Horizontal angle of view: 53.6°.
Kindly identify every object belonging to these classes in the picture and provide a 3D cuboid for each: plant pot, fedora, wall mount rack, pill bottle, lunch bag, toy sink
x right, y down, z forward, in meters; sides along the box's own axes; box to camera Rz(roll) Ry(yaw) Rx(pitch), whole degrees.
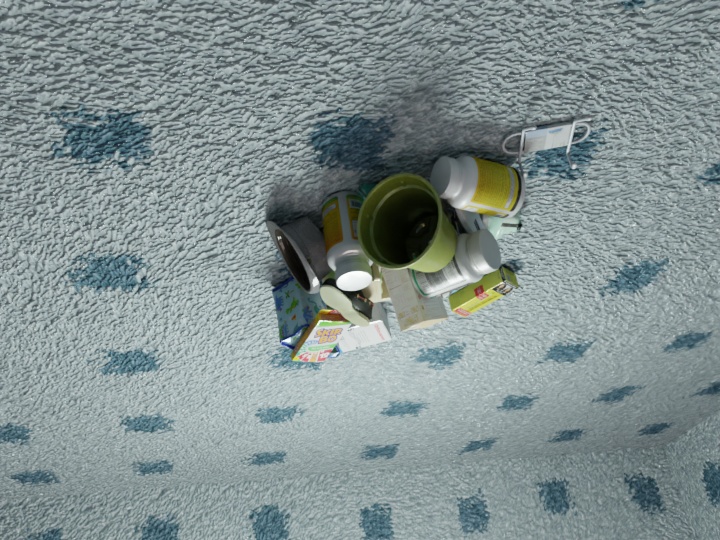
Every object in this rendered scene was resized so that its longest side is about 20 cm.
[{"bbox_3d":[0.119,-0.081,1.541,0.196,0.206,0.183,-23,156,22],"label":"plant pot"},{"bbox_3d":[-0.128,-0.050,1.651,0.089,0.203,0.176,-33,-170,-18],"label":"fedora"},{"bbox_3d":[0.399,-0.274,1.487,0.194,0.076,0.175,-10,148,0],"label":"wall mount rack"},{"bbox_3d":[0.218,-0.016,1.646,0.197,0.116,0.112,-22,147,36],"label":"pill bottle"},{"bbox_3d":[-0.026,-0.064,1.588,0.107,0.205,0.112,-6,149,-4],"label":"pill bottle"},{"bbox_3d":[-0.134,0.130,1.899,0.126,0.174,0.198,-31,144,25],"label":"lunch bag"},{"bbox_3d":[0.000,0.000,1.768,0.194,0.134,0.113,-7,149,-1],"label":"toy sink"},{"bbox_3d":[0.253,-0.185,1.553,0.195,0.115,0.113,9,145,-28],"label":"pill bottle"}]

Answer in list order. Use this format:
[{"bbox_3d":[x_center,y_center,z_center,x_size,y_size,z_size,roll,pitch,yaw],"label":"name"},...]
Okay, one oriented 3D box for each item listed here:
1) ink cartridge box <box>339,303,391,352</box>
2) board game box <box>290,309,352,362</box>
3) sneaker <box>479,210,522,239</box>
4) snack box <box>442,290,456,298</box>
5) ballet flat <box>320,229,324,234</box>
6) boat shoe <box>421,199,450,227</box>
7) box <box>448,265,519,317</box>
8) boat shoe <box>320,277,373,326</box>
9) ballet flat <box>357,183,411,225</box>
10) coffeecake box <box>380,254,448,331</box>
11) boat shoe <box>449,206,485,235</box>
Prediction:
[{"bbox_3d":[-0.022,0.162,2.063,0.194,0.088,0.147,-16,149,8],"label":"ink cartridge box"},{"bbox_3d":[-0.096,0.166,1.793,0.093,0.030,0.202,5,136,-30],"label":"board game box"},{"bbox_3d":[0.342,-0.084,1.771,0.114,0.076,0.203,0,146,-2],"label":"sneaker"},{"bbox_3d":[0.230,0.045,1.930,0.198,0.038,0.116,-31,-179,31],"label":"snack box"},{"bbox_3d":[-0.025,-0.067,1.708,0.194,0.074,0.069,-9,146,0],"label":"ballet flat"},{"bbox_3d":[0.178,-0.117,1.682,0.072,0.071,0.199,-22,144,24],"label":"boat shoe"},{"bbox_3d":[0.350,0.062,2.037,0.198,0.051,0.074,-32,143,33],"label":"box"},{"bbox_3d":[-0.032,0.065,1.684,0.072,0.065,0.201,1,154,32],"label":"boat shoe"},{"bbox_3d":[0.066,-0.156,1.611,0.070,0.068,0.199,-42,139,8],"label":"ballet flat"},{"bbox_3d":[0.127,0.035,1.747,0.072,0.205,0.152,-23,168,28],"label":"coffeecake box"},{"bbox_3d":[0.240,-0.123,1.671,0.066,0.073,0.202,3,138,39],"label":"boat shoe"}]
